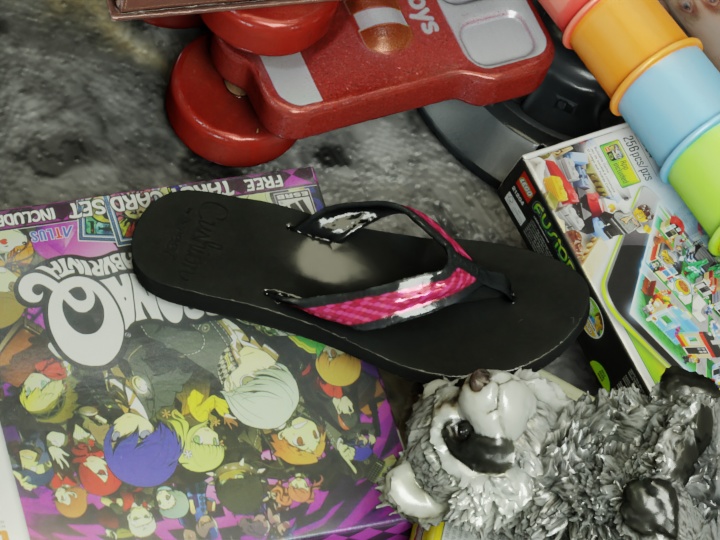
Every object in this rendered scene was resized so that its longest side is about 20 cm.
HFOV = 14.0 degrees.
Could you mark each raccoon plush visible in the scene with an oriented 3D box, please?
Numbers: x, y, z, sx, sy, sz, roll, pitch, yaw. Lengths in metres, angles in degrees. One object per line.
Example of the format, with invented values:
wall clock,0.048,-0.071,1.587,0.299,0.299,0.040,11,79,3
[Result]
raccoon plush,0.089,0.123,1.208,0.134,0.201,0.097,-3,23,26

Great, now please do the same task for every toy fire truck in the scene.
toy fire truck,-0.019,-0.150,1.359,0.168,0.112,0.200,-14,61,-21

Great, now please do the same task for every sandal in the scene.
sandal,0.000,0.000,1.252,0.199,0.045,0.075,12,51,2

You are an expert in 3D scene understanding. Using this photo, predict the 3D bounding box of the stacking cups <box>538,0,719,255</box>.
stacking cups,0.143,-0.068,1.300,0.060,0.061,0.200,-25,67,-26

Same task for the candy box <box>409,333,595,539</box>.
candy box,0.066,0.133,1.235,0.102,0.026,0.200,27,54,-18

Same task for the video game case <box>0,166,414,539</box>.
video game case,-0.091,0.050,1.262,0.199,0.036,0.182,-8,62,-18

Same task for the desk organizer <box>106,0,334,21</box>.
desk organizer,-0.012,-0.166,1.255,0.199,0.077,0.072,-7,60,-17

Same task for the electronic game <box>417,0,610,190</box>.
electronic game,0.114,-0.115,1.410,0.199,0.042,0.201,3,65,-6

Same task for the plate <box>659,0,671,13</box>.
plate,0.105,-0.249,1.380,0.200,0.032,0.200,28,80,-12

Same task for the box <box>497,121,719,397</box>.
box,0.154,0.026,1.302,0.110,0.035,0.200,-19,71,-27

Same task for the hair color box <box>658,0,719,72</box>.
hair color box,0.155,-0.169,1.322,0.060,0.100,0.200,-35,97,-12
